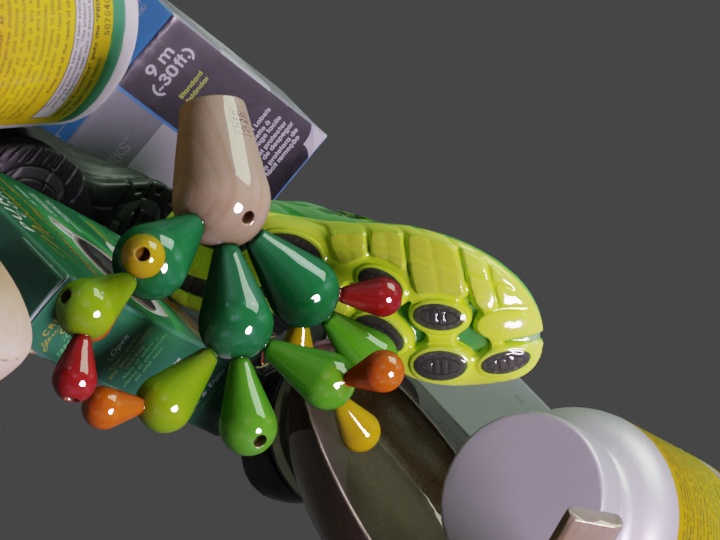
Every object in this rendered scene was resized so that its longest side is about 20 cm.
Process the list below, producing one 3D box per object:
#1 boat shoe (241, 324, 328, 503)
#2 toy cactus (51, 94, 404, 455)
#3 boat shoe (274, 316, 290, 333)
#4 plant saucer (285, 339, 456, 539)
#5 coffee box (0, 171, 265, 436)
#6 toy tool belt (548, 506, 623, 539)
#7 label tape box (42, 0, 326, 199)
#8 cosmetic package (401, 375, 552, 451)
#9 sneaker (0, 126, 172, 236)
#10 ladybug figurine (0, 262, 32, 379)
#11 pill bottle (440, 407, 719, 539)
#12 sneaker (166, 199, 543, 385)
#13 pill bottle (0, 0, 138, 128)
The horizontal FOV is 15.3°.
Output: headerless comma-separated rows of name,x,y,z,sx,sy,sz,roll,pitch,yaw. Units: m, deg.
boat shoe,-0.033,0.078,1.407,0.201,0.063,0.074,-64,132,-71
toy cactus,-0.057,0.000,1.205,0.200,0.102,0.165,5,70,-34
boat shoe,-0.046,0.026,1.674,0.070,0.066,0.200,36,7,-41
plant saucer,0.023,0.125,1.315,0.200,0.032,0.200,48,18,-21
coffee box,-0.138,0.009,1.291,0.123,0.044,0.200,43,5,28
toy tool belt,0.129,0.199,1.203,0.200,0.123,0.125,39,6,-23
label tape box,-0.137,-0.081,1.484,0.200,0.143,0.066,36,6,-41
cosmetic package,0.059,0.103,1.523,0.200,0.052,0.151,46,-22,45
sneaker,-0.165,-0.045,1.405,0.091,0.076,0.200,39,2,30
ladybug figurine,-0.187,-0.002,0.891,0.136,0.072,0.200,45,7,34
pill bottle,0.120,0.131,1.326,0.112,0.112,0.200,44,8,30
sneaker,0.000,0.000,1.317,0.200,0.074,0.084,16,17,18
pill bottle,-0.209,-0.120,1.262,0.113,0.113,0.200,43,29,26
